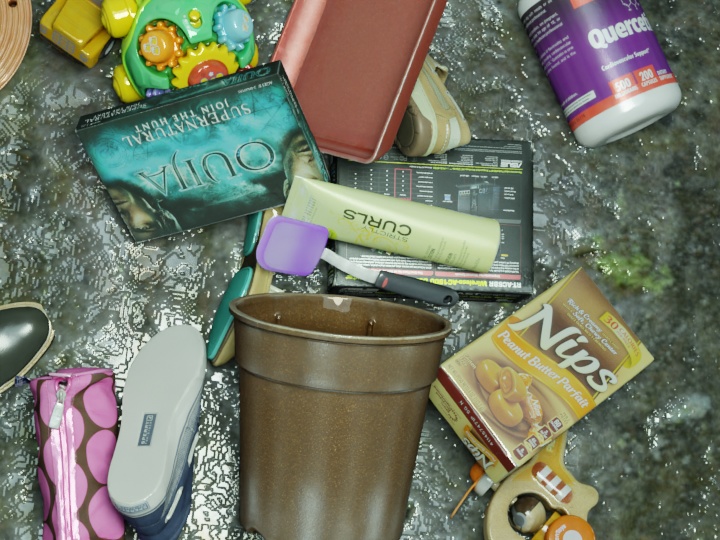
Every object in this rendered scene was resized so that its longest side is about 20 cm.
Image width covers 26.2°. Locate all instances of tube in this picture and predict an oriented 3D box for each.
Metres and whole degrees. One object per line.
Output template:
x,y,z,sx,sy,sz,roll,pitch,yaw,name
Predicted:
0.027,-0.041,1.422,0.199,0.052,0.058,13,102,-9,tube

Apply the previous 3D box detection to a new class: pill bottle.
0.226,-0.229,1.520,0.112,0.112,0.201,-23,85,-11,pill bottle

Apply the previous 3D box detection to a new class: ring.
-0.413,-0.240,1.478,0.199,0.019,0.202,1,81,-7,ring

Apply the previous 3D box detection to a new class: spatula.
0.000,0.000,1.424,0.199,0.021,0.057,19,114,-14,spatula

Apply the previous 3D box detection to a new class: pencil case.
-0.255,0.188,1.391,0.090,0.094,0.202,-7,82,-9,pencil case

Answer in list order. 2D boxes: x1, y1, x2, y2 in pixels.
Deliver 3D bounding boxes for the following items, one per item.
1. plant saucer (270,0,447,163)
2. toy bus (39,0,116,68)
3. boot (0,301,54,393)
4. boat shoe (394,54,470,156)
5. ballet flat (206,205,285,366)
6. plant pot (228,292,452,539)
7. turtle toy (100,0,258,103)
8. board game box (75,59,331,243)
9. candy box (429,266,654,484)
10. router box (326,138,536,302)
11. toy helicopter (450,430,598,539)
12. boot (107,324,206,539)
-0.005,-0.202,1.450,0.037,0.199,0.201,23,87,-41,plant saucer
-0.222,-0.288,1.473,0.065,0.078,0.200,35,63,-1,toy bus
-0.367,0.083,1.369,0.199,0.138,0.078,-30,85,-13,boot
0.048,-0.185,1.489,0.076,0.072,0.201,-5,53,-25,boat shoe
-0.088,0.000,1.462,0.063,0.069,0.201,20,79,-19,ballet flat
-0.027,0.134,1.378,0.199,0.200,0.200,5,99,-7,plant pot
-0.153,-0.183,1.436,0.145,0.201,0.101,-18,46,-16,turtle toy
-0.141,-0.105,1.410,0.199,0.028,0.136,-14,126,15,board game box
0.167,0.095,1.450,0.199,0.055,0.116,-32,80,-31,candy box
0.068,-0.049,1.492,0.198,0.062,0.151,3,80,-8,router box
0.164,0.188,1.472,0.131,0.079,0.201,15,68,1,toy helicopter
-0.180,0.153,1.425,0.072,0.091,0.201,3,52,15,boot
